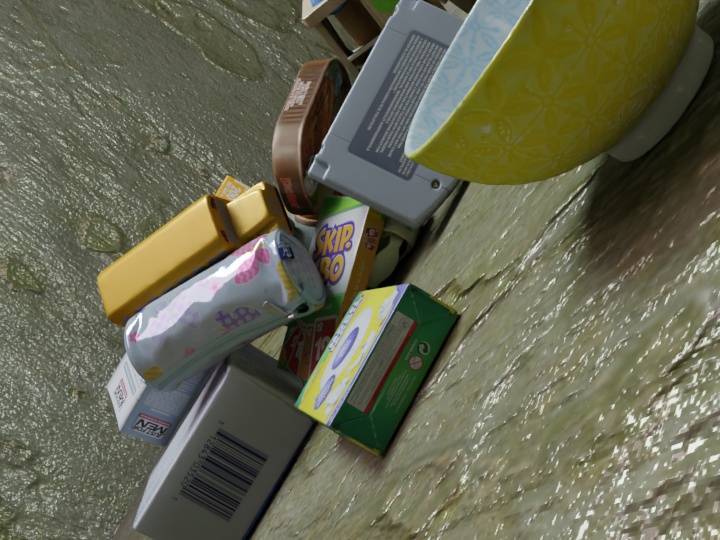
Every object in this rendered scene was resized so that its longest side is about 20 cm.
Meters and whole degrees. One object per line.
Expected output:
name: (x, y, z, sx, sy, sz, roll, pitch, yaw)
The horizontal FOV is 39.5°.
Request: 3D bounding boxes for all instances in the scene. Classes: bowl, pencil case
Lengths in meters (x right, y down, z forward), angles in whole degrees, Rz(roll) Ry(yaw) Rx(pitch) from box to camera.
bowl: (0.120, -0.120, 0.534, 0.201, 0.107, 0.200, -58, 8, 13)
pencil case: (-0.130, 0.041, 0.962, 0.199, 0.083, 0.091, -28, 63, 17)

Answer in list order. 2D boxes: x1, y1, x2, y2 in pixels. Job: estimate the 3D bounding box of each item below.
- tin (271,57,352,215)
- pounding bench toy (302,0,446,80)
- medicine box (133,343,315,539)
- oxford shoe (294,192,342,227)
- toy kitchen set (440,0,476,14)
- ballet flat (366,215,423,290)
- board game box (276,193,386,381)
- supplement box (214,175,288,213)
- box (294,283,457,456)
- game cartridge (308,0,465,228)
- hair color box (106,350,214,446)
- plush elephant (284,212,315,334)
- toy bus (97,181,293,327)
tin: (-0.047, -0.142, 1.064, 0.201, 0.042, 0.112, -73, -29, -44)
pounding bench toy: (0.052, -0.294, 1.074, 0.200, 0.156, 0.124, -36, 21, 12)
medicine box: (-0.138, 0.183, 1.044, 0.183, 0.103, 0.200, -59, 8, 1)
oxford shoe: (-0.007, -0.109, 1.143, 0.200, 0.071, 0.072, -38, -43, -42)
toy kitchen set: (0.144, -0.415, 1.123, 0.181, 0.199, 0.164, -50, 9, 49)
ballet flat: (0.000, 0.000, 1.025, 0.200, 0.069, 0.070, -50, 12, 44)
board game box: (-0.026, 0.009, 0.981, 0.095, 0.030, 0.201, 13, 84, 59)
supplement box: (-0.129, -0.023, 1.381, 0.127, 0.199, 0.074, -66, 7, -33)
box: (0.004, 0.072, 0.779, 0.118, 0.048, 0.200, -60, 6, -9)
game cartridge: (0.054, -0.146, 0.938, 0.201, 0.133, 0.042, -62, -3, -10)
hair color box: (-0.203, 0.081, 1.114, 0.201, 0.060, 0.099, -58, 31, 10)
plush elephant: (-0.071, -0.018, 1.185, 0.200, 0.164, 0.156, 52, 129, 51)
toy bus: (-0.166, -0.016, 1.006, 0.199, 0.065, 0.078, -33, -26, 23)
